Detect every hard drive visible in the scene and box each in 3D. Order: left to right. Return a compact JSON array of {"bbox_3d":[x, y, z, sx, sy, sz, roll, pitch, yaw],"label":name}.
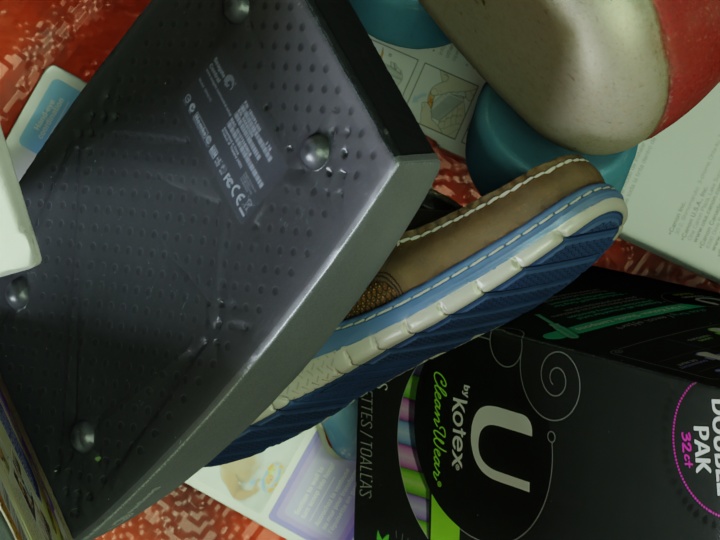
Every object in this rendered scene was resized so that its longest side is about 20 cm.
[{"bbox_3d":[-0.056,-0.014,0.960,0.042,0.135,0.200,5,136,-44],"label":"hard drive"}]

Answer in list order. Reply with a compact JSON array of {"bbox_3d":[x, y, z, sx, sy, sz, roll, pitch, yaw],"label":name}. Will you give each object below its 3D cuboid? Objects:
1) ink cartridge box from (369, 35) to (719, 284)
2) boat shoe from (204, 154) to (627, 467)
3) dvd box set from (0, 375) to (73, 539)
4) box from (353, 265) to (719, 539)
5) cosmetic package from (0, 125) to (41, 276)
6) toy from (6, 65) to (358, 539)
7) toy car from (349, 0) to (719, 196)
[{"bbox_3d":[0.085,-0.079,1.074,0.199,0.050,0.109,25,92,18],"label":"ink cartridge box"},{"bbox_3d":[0.000,0.000,0.976,0.200,0.072,0.073,-29,77,30],"label":"boat shoe"},{"bbox_3d":[-0.117,0.105,0.977,0.029,0.200,0.147,-23,112,-3],"label":"dvd box set"},{"bbox_3d":[0.105,0.088,1.022,0.124,0.200,0.149,-8,105,-40],"label":"box"},{"bbox_3d":[-0.166,-0.051,0.950,0.071,0.200,0.102,-17,103,-12],"label":"cosmetic package"},{"bbox_3d":[-0.058,0.022,1.068,0.200,0.047,0.115,30,89,-17],"label":"toy"},{"bbox_3d":[0.111,-0.147,0.985,0.199,0.185,0.177,-26,65,-21],"label":"toy car"}]
